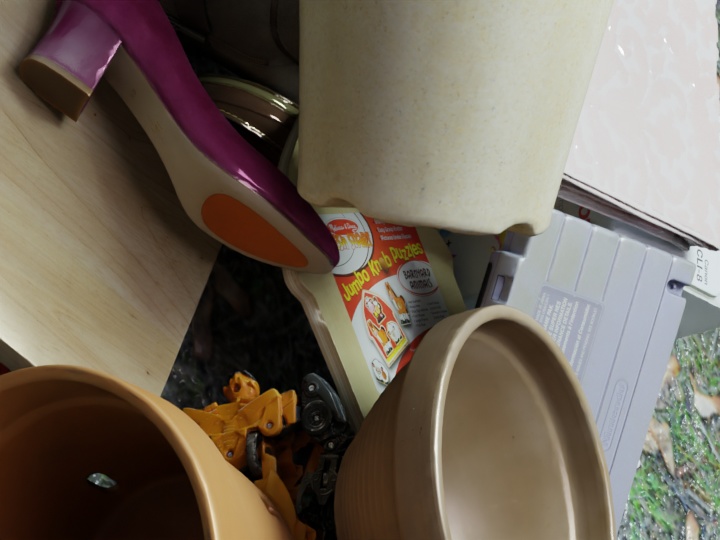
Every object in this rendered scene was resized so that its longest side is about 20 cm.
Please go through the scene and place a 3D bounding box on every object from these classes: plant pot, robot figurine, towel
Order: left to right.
[{"bbox_3d":[-0.118,0.156,0.950,0.140,0.199,0.201,25,57,-59],"label":"plant pot"},{"bbox_3d":[-0.058,0.152,1.045,0.058,0.144,0.201,41,42,-56],"label":"robot figurine"},{"bbox_3d":[0.044,-0.118,1.000,0.200,0.200,0.185,0,101,-48],"label":"plant pot"},{"bbox_3d":[0.050,0.124,1.007,0.201,0.092,0.202,28,56,-54],"label":"plant pot"},{"bbox_3d":[0.148,-0.125,1.162,0.190,0.032,0.201,22,61,-40],"label":"towel"}]

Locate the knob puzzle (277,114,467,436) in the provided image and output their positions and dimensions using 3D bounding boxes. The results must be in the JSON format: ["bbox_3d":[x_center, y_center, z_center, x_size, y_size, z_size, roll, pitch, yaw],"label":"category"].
[{"bbox_3d":[0.000,0.000,1.146,0.220,0.030,0.221,41,35,-38],"label":"knob puzzle"}]

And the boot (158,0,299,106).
[{"bbox_3d":[-0.060,-0.134,1.187,0.145,0.200,0.071,17,68,-3],"label":"boot"}]

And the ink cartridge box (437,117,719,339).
[{"bbox_3d":[0.132,-0.031,1.279,0.144,0.199,0.146,24,58,-40],"label":"ink cartridge box"}]

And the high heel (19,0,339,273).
[{"bbox_3d":[-0.079,-0.084,1.040,0.199,0.067,0.096,34,58,-5],"label":"high heel"}]

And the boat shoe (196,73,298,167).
[{"bbox_3d":[-0.041,-0.042,1.190,0.200,0.072,0.068,42,46,-33],"label":"boat shoe"}]

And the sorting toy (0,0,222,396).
[{"bbox_3d":[-0.175,-0.036,1.039,0.200,0.069,0.200,44,47,-29],"label":"sorting toy"}]

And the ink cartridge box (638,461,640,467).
[{"bbox_3d":[0.068,0.128,1.211,0.199,0.116,0.068,-17,89,-48],"label":"ink cartridge box"}]

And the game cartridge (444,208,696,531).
[{"bbox_3d":[0.111,0.072,1.122,0.129,0.038,0.201,19,87,-26],"label":"game cartridge"}]

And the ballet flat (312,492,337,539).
[{"bbox_3d":[0.004,0.204,1.062,0.073,0.073,0.201,16,59,-44],"label":"ballet flat"}]

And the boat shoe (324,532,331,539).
[{"bbox_3d":[-0.021,0.238,1.110,0.072,0.068,0.201,12,55,-35],"label":"boat shoe"}]
